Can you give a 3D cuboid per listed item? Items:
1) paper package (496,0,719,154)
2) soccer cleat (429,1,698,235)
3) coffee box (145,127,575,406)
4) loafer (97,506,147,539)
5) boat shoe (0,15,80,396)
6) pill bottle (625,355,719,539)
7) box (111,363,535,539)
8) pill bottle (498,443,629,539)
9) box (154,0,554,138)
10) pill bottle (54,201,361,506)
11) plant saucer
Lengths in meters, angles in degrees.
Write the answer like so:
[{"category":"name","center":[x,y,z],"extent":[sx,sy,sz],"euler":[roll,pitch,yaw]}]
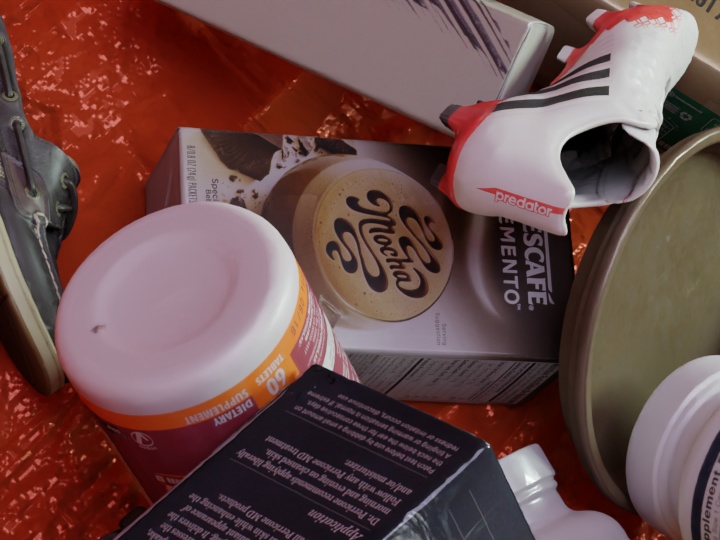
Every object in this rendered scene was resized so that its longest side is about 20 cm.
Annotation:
[{"category":"paper package","center":[0.186,-0.163,1.295],"extent":[0.200,0.103,0.191],"euler":[30,65,-7]},{"category":"soccer cleat","center":[0.116,-0.070,1.136],"extent":[0.085,0.069,0.200],"euler":[27,37,28]},{"category":"coffee box","center":[0.000,0.000,1.183],"extent":[0.200,0.080,0.113],"euler":[3,69,-18]},{"category":"loafer","center":[-0.063,0.203,1.103],"extent":[0.063,0.072,0.200],"euler":[-37,78,-7]},{"category":"boat shoe","center":[-0.165,-0.040,1.146],"extent":[0.066,0.072,0.201],"euler":[-20,74,-19]},{"category":"pill bottle","center":[0.220,0.112,1.106],"extent":[0.116,0.200,0.116],"euler":[-12,112,-31]},{"category":"box","center":[-0.017,0.183,0.959],"extent":[0.197,0.124,0.200],"euler":[-40,124,-21]},{"category":"pill bottle","center":[0.102,0.186,1.136],"extent":[0.104,0.104,0.200],"euler":[-25,81,-25]},{"category":"box","center":[-0.010,-0.131,1.187],"extent":[0.200,0.082,0.068],"euler":[25,99,9]},{"category":"pill bottle","center":[-0.050,0.071,1.067],"extent":[0.109,0.200,0.110],"euler":[-13,47,14]},{"category":"plant saucer","center":[0.158,0.023,1.195],"extent":[0.029,0.200,0.200],"euler":[18,56,37]}]
